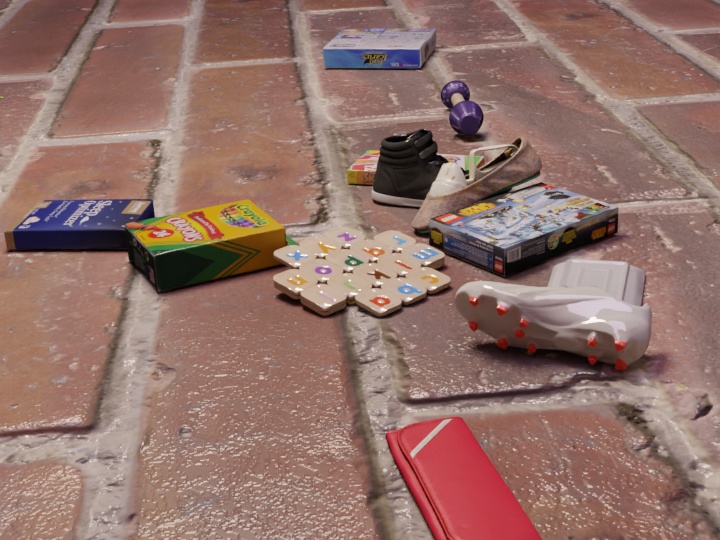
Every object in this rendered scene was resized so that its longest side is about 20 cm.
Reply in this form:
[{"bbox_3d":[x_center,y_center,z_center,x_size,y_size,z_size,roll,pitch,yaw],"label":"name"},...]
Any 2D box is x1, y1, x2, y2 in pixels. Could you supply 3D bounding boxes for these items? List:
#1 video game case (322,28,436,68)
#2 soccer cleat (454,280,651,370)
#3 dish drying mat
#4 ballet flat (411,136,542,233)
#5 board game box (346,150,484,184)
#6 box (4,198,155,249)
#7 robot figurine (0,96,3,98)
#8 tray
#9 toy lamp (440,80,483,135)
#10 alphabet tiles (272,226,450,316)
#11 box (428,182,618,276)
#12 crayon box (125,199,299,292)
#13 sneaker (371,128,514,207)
[{"bbox_3d":[0.042,-0.452,2.467,0.200,0.045,0.181,3,25,13],"label":"video game case"},{"bbox_3d":[0.196,0.045,1.231,0.200,0.069,0.078,14,46,20],"label":"soccer cleat"},{"bbox_3d":[0.081,0.178,0.999,0.077,0.018,0.200,-7,23,-12],"label":"dish drying mat"},{"bbox_3d":[0.143,-0.119,1.580,0.200,0.067,0.068,-28,19,-19],"label":"ballet flat"},{"bbox_3d":[0.089,-0.145,1.760,0.200,0.030,0.096,7,25,18],"label":"board game box"},{"bbox_3d":[-0.354,-0.062,1.609,0.200,0.032,0.121,1,23,7],"label":"box"},{"bbox_3d":[-0.725,-0.295,2.099,0.200,0.116,0.175,-13,31,-22],"label":"robot figurine"},{"bbox_3d":[0.252,0.029,1.329,0.107,0.022,0.200,3,23,16],"label":"tray"},{"bbox_3d":[0.168,-0.266,1.996,0.058,0.058,0.200,-3,23,0],"label":"toy lamp"},{"bbox_3d":[0.000,0.000,1.426,0.200,0.015,0.196,-22,35,-38],"label":"alphabet tiles"},{"bbox_3d":[0.203,-0.055,1.510,0.200,0.040,0.137,-19,28,-33],"label":"box"},{"bbox_3d":[-0.176,-0.037,1.501,0.200,0.051,0.127,-13,24,-24],"label":"crayon box"},{"bbox_3d":[0.110,-0.139,1.645,0.200,0.099,0.071,5,22,16],"label":"sneaker"}]
